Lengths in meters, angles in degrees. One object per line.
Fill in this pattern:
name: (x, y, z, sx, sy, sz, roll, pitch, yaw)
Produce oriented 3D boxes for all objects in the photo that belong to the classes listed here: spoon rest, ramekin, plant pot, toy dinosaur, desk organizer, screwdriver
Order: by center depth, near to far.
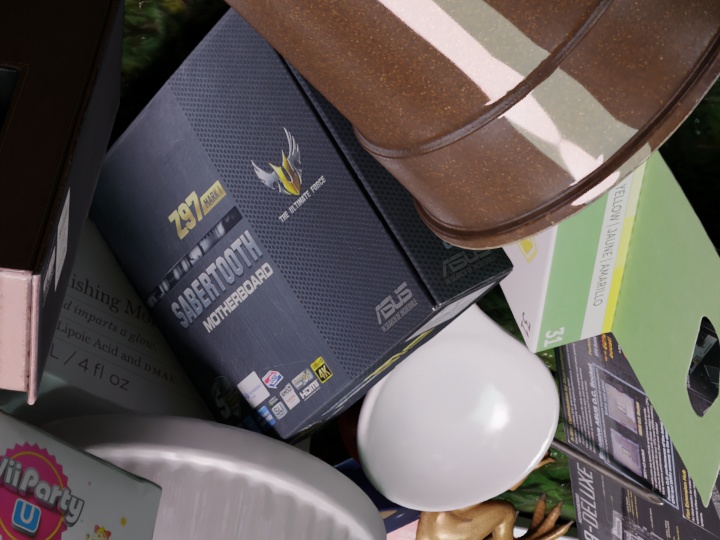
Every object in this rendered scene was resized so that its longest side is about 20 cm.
plant pot: (0.023, -0.146, 1.088, 0.198, 0.200, 0.200, 38, 134, -26)
desk organizer: (-0.155, -0.042, 1.226, 0.077, 0.200, 0.072, 8, 132, 1)
spoon rest: (0.033, 0.032, 1.335, 0.099, 0.061, 0.200, -20, 122, -4)
ramekin: (-0.091, 0.160, 1.353, 0.200, 0.105, 0.200, 6, 148, 4)
screwdriver: (0.079, 0.072, 1.421, 0.200, 0.029, 0.028, 23, 137, 40)
toy dinosaur: (0.049, 0.138, 1.541, 0.106, 0.200, 0.060, 17, -168, -46)

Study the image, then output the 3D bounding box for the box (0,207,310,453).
box: (-0.154, 0.057, 1.431, 0.199, 0.131, 0.200, 26, 140, -26)

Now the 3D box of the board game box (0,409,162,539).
board game box: (-0.208, 0.102, 1.248, 0.200, 0.064, 0.148, -11, 150, 41)

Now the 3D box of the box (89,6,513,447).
box: (-0.035, -0.019, 1.282, 0.051, 0.158, 0.200, -26, 171, -36)

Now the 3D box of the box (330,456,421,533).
box: (-0.040, 0.141, 1.542, 0.200, 0.032, 0.121, -28, 167, 22)

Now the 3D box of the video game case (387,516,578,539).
video game case: (0.033, 0.224, 1.645, 0.143, 0.017, 0.200, 12, 110, -9)

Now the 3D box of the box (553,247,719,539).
box: (0.159, 0.084, 1.359, 0.050, 0.158, 0.200, -26, 122, -26)

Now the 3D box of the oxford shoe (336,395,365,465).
oxford shoe: (0.000, 0.000, 1.387, 0.071, 0.073, 0.200, -9, 125, -9)

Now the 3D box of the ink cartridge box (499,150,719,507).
ink cartridge box: (0.100, -0.010, 1.248, 0.048, 0.200, 0.146, -14, 146, -13)
